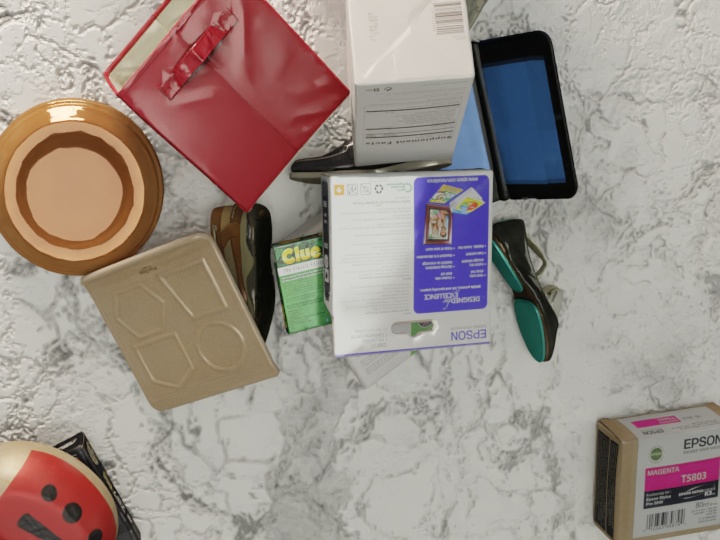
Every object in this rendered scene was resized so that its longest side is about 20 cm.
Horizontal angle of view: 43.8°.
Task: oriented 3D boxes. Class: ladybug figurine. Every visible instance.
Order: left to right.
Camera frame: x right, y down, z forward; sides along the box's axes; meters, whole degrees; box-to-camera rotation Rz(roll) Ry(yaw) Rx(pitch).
[{"bbox_3d":[-0.364,0.281,1.026,0.199,0.072,0.137,36,90,-20],"label":"ladybug figurine"}]

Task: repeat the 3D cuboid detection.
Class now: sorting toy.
[{"bbox_3d":[-0.209,0.062,1.053,0.182,0.037,0.203,-18,112,21],"label":"sorting toy"}]

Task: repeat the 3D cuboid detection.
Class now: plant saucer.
[{"bbox_3d":[-0.322,-0.091,1.015,0.195,0.037,0.205,-3,105,-13],"label":"plant saucer"}]

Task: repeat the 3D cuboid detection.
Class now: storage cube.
[{"bbox_3d":[-0.146,-0.202,0.954,0.172,0.200,0.179,-48,116,0],"label":"storage cube"}]

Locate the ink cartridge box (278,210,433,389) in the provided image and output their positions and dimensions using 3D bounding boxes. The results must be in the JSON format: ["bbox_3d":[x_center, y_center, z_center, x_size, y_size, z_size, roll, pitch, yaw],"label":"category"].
[{"bbox_3d":[0.005,0.015,1.101,0.145,0.084,0.202,-34,108,-6],"label":"ink cartridge box"}]

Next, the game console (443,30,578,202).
[{"bbox_3d":[0.147,-0.167,1.076,0.167,0.118,0.204,-18,107,-10],"label":"game console"}]

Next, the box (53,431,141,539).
[{"bbox_3d":[-0.391,0.316,1.090,0.197,0.049,0.164,-26,110,-9],"label":"box"}]

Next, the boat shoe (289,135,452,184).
[{"bbox_3d":[0.010,-0.142,1.070,0.195,0.073,0.064,-7,89,1],"label":"boat shoe"}]

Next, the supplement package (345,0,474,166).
[{"bbox_3d":[0.046,-0.207,0.944,0.117,0.200,0.124,-5,75,-2],"label":"supplement package"}]

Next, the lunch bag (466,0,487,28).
[{"bbox_3d":[0.103,-0.362,1.001,0.202,0.138,0.167,-54,139,-4],"label":"lunch bag"}]

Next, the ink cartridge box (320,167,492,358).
[{"bbox_3d":[0.054,-0.011,1.016,0.193,0.043,0.205,-3,99,-15],"label":"ink cartridge box"}]

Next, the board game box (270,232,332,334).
[{"bbox_3d":[0.000,0.000,1.039,0.195,0.023,0.107,-12,106,-13],"label":"board game box"}]

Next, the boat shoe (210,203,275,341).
[{"bbox_3d":[-0.146,0.013,1.074,0.072,0.076,0.205,8,112,12],"label":"boat shoe"}]

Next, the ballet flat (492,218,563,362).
[{"bbox_3d":[0.227,0.023,1.173,0.068,0.068,0.203,-30,109,-14],"label":"ballet flat"}]

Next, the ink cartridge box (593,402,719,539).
[{"bbox_3d":[0.441,0.293,1.289,0.195,0.075,0.169,-6,106,-12],"label":"ink cartridge box"}]
